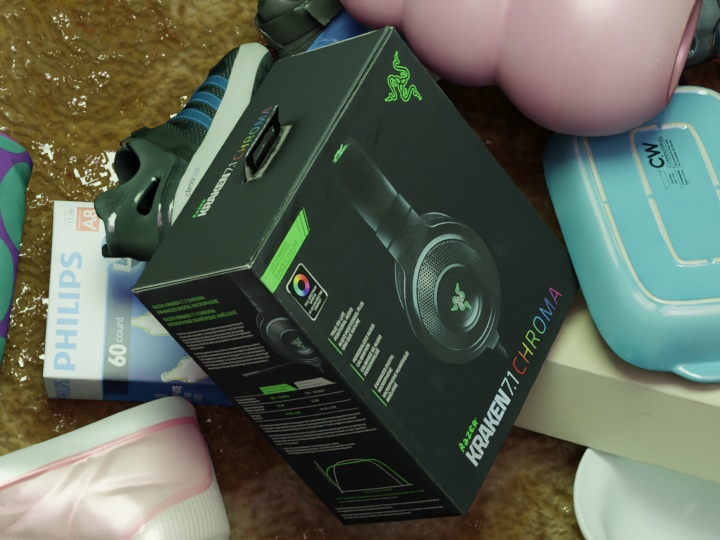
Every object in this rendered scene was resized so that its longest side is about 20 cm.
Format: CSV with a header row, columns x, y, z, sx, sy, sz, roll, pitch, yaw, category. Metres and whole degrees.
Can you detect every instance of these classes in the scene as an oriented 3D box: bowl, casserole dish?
x,y,z,sx,sy,sz,roll,pitch,yaw,category
0.218,0.146,1.298,0.200,0.091,0.201,-6,34,4,bowl
0.170,-0.030,1.279,0.120,0.039,0.201,-7,51,-9,casserole dish

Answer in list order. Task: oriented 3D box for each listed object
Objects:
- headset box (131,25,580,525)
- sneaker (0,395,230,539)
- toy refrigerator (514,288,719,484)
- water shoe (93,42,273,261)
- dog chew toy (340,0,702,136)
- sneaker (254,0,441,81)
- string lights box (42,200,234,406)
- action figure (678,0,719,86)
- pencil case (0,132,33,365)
x,y,z,sx,sy,sz,roll,pitch,yaw,category
0.000,0.000,1.231,0.200,0.093,0.174,50,51,-26,headset box
-0.163,0.150,1.290,0.199,0.075,0.105,-21,73,-14,sneaker
0.176,0.063,1.294,0.199,0.070,0.076,13,47,32,toy refrigerator
-0.095,-0.070,1.313,0.078,0.200,0.072,1,118,9,water shoe
0.076,-0.147,1.263,0.199,0.125,0.125,19,74,11,dog chew toy
0.033,-0.172,1.349,0.199,0.077,0.111,-32,112,14,sneaker
-0.074,0.022,1.340,0.199,0.059,0.103,3,76,-5,string lights box
0.185,-0.170,1.390,0.193,0.105,0.201,-22,75,-10,action figure
-0.238,0.021,1.312,0.092,0.085,0.201,13,74,-16,pencil case
